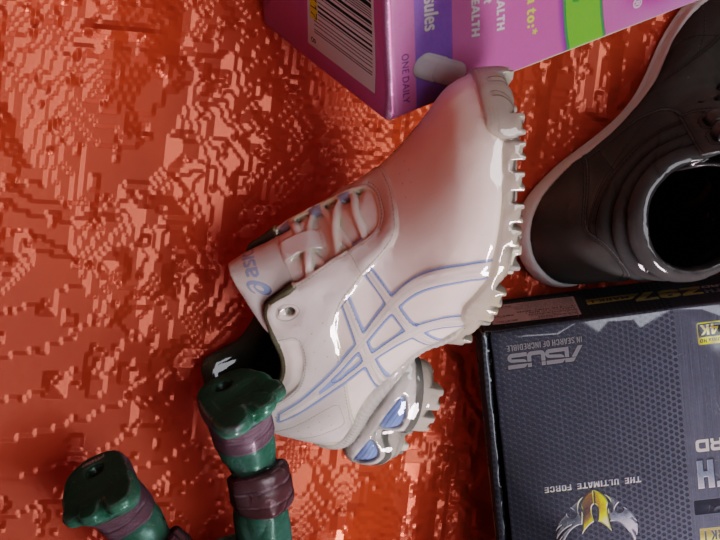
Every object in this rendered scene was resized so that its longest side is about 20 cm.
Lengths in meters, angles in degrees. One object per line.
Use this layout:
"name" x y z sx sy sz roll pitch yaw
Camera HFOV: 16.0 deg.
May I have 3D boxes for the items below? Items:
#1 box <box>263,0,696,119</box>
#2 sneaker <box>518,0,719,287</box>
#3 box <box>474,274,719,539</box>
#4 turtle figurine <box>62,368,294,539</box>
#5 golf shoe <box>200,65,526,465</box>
"box" 0.064 -0.183 1.005 0.199 0.097 0.177 -22 130 -26
"sneaker" 0.163 -0.063 1.117 0.200 0.099 0.071 -47 117 -16
"box" 0.155 0.083 1.121 0.198 0.051 0.159 -6 105 -1
"turtle figurine" -0.036 0.146 1.038 0.150 0.100 0.201 -42 118 -27
"golf shoe" 0.000 0.000 1.005 0.097 0.079 0.201 9 131 -20
